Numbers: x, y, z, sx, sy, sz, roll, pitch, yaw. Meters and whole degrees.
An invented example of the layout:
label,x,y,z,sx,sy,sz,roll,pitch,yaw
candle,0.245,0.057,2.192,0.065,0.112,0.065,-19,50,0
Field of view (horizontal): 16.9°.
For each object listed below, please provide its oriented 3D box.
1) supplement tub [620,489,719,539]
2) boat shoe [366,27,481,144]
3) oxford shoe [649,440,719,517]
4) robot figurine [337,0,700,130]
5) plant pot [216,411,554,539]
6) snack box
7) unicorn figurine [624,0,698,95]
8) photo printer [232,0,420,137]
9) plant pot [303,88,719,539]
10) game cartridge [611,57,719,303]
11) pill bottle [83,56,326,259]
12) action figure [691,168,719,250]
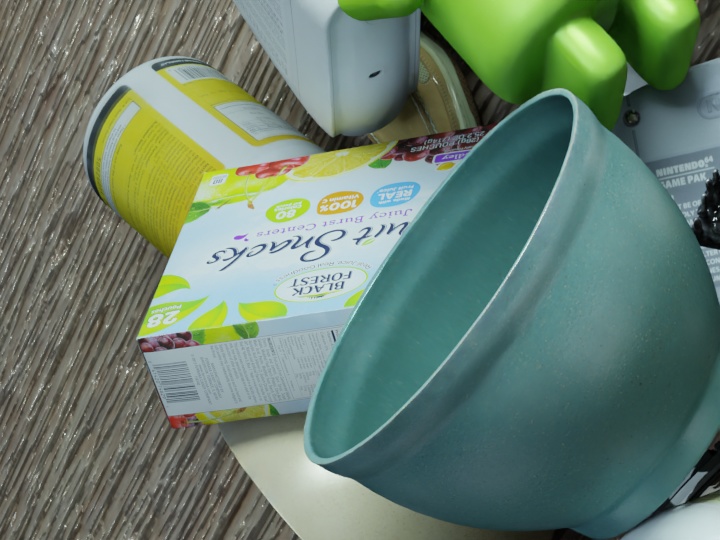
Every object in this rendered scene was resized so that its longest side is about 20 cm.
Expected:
label,x,y,z,sx,sy,sz,roll,pitch,yaw
supplement tub,0.195,0.164,1.092,0.145,0.200,0.145,16,112,45
boat shoe,-0.001,-0.119,1.406,0.200,0.076,0.072,59,136,28
oxford shoe,0.180,0.164,1.237,0.084,0.073,0.200,35,125,25
robot figurine,0.074,-0.160,1.142,0.200,0.175,0.116,53,169,19
plant pot,0.037,0.100,1.324,0.134,0.200,0.200,-45,54,5
snack box,0.000,0.000,1.283,0.200,0.169,0.068,-9,122,18
unicorn figurine,0.147,-0.088,1.240,0.200,0.074,0.137,48,139,48
photo printer,-0.032,-0.176,1.286,0.166,0.069,0.200,57,171,17
plant pot,0.086,0.037,1.087,0.200,0.134,0.200,-52,13,17
game cartridge,0.197,-0.038,1.146,0.200,0.040,0.133,-11,88,24
pill bottle,-0.076,-0.044,1.480,0.200,0.112,0.112,39,123,42
action figure,0.245,-0.020,1.051,0.200,0.102,0.119,18,84,23
